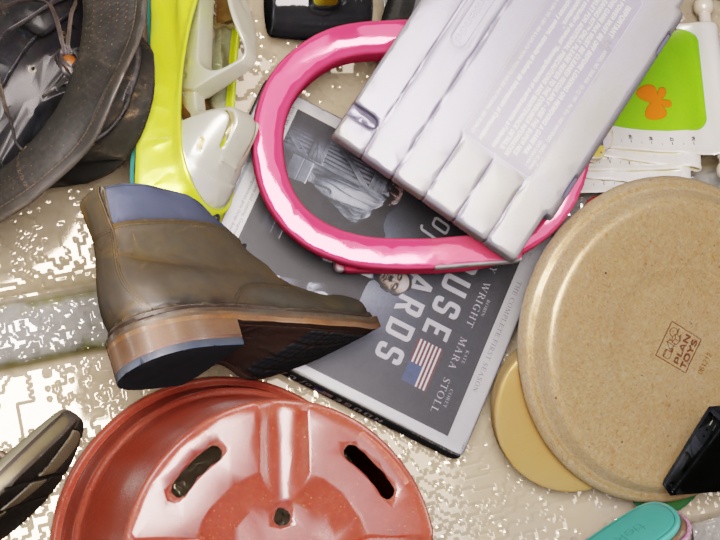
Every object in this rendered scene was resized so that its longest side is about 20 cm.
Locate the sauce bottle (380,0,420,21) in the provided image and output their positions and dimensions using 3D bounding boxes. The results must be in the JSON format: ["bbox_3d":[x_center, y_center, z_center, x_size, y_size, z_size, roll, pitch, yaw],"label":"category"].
[{"bbox_3d":[0.054,-0.222,0.943,0.064,0.065,0.202,19,87,-10],"label":"sauce bottle"}]

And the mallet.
[{"bbox_3d":[0.001,-0.161,0.854,0.065,0.200,0.042,-2,89,-20],"label":"mallet"}]

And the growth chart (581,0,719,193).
[{"bbox_3d":[0.143,-0.108,0.962,0.197,0.018,0.147,-7,73,-15],"label":"growth chart"}]

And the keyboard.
[{"bbox_3d":[0.274,0.086,0.928,0.198,0.105,0.040,0,47,-29],"label":"keyboard"}]

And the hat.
[{"bbox_3d":[-0.168,-0.093,0.848,0.081,0.199,0.203,30,72,-47],"label":"hat"}]

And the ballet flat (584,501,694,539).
[{"bbox_3d":[0.110,0.202,0.900,0.198,0.069,0.072,-21,113,-16],"label":"ballet flat"}]

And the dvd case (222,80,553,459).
[{"bbox_3d":[0.000,0.000,0.918,0.198,0.025,0.152,26,76,-8],"label":"dvd case"}]

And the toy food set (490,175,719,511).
[{"bbox_3d":[0.180,0.045,0.933,0.196,0.049,0.203,12,90,-18],"label":"toy food set"}]

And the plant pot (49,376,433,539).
[{"bbox_3d":[-0.056,0.148,0.793,0.198,0.195,0.204,2,81,-13],"label":"plant pot"}]

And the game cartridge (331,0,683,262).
[{"bbox_3d":[0.090,-0.121,0.865,0.129,0.038,0.201,34,87,-4],"label":"game cartridge"}]

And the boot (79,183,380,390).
[{"bbox_3d":[-0.064,0.002,0.818,0.199,0.074,0.098,0,64,-56],"label":"boot"}]

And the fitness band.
[{"bbox_3d":[0.036,-0.071,0.894,0.197,0.037,0.146,-2,83,-6],"label":"fitness band"}]

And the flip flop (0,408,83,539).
[{"bbox_3d":[-0.235,0.130,0.821,0.199,0.081,0.058,-34,76,-11],"label":"flip flop"}]

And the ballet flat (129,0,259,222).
[{"bbox_3d":[-0.088,-0.096,0.871,0.066,0.067,0.203,-10,68,28],"label":"ballet flat"}]
